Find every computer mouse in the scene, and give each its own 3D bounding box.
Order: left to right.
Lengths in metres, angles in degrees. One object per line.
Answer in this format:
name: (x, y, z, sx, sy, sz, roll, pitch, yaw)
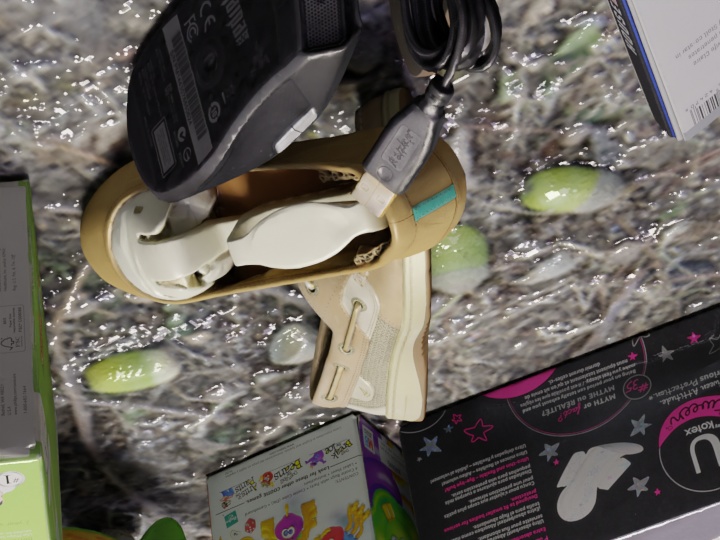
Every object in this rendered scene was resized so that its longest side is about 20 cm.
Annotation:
computer mouse: (-0.015, -0.070, 0.636, 0.046, 0.141, 0.200, 3, 144, -39)

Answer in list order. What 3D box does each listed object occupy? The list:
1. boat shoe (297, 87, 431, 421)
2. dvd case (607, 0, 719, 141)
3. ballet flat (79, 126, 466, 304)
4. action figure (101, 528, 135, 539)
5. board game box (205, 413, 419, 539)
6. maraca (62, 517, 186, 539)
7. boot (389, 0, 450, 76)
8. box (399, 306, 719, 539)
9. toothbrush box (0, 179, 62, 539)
boat shoe: (0.000, 0.000, 0.784, 0.064, 0.073, 0.201, 1, 141, 1)
dvd case: (0.145, -0.150, 0.607, 0.150, 0.025, 0.200, -38, 144, -1)
ballet flat: (-0.053, -0.020, 0.710, 0.198, 0.063, 0.069, -12, 107, 32)
action figure: (-0.167, 0.216, 1.012, 0.199, 0.103, 0.119, 32, 141, -9)
board game box: (-0.008, 0.202, 0.940, 0.104, 0.202, 0.103, -24, 142, 19)
maraca: (-0.139, 0.197, 0.909, 0.199, 0.138, 0.107, -7, 156, -43)
boot: (0.060, -0.147, 0.609, 0.075, 0.074, 0.201, -6, 142, -23)
box: (0.142, 0.129, 0.952, 0.198, 0.116, 0.132, -21, 142, 16)
toothbrush box: (-0.182, 0.079, 0.781, 0.085, 0.147, 0.201, -5, 144, -8)
